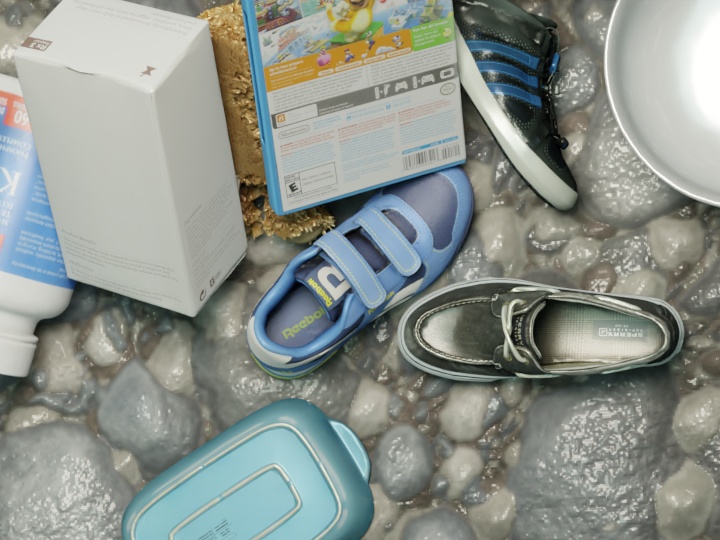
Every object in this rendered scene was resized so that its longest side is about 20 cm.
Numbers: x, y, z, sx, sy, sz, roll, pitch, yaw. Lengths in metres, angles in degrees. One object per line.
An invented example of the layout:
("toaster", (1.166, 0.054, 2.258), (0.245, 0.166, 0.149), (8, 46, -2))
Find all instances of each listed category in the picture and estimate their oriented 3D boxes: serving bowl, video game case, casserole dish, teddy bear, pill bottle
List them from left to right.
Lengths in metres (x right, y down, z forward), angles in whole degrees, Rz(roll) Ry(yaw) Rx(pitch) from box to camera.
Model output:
("pill bottle", (-0.247, -0.032, 1.512), (0.111, 0.112, 0.202), (15, 90, 11))
("casserole dish", (-0.085, 0.176, 1.508), (0.199, 0.039, 0.122), (-34, 81, 8))
("teddy bear", (-0.076, -0.099, 1.472), (0.144, 0.067, 0.201), (-9, 124, 29))
("video game case", (-0.004, -0.145, 1.410), (0.142, 0.018, 0.201), (-16, 122, -15))
("serving bowl", (0.266, -0.138, 1.442), (0.198, 0.066, 0.202), (-1, 87, 11))

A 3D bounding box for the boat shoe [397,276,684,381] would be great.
("boat shoe", (0.120, 0.037, 1.458), (0.198, 0.071, 0.073), (-4, 87, 11))

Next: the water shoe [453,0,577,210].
("water shoe", (0.108, -0.139, 1.470), (0.079, 0.071, 0.201), (-32, 82, 6))

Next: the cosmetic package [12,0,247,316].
("cosmetic package", (-0.150, -0.077, 1.424), (0.112, 0.201, 0.081), (17, 46, 22))

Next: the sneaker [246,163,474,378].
("sneaker", (0.000, 0.000, 1.478), (0.200, 0.082, 0.074), (-44, 79, 3))

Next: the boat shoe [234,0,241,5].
("boat shoe", (-0.038, -0.225, 1.491), (0.072, 0.068, 0.201), (19, 90, 53))
